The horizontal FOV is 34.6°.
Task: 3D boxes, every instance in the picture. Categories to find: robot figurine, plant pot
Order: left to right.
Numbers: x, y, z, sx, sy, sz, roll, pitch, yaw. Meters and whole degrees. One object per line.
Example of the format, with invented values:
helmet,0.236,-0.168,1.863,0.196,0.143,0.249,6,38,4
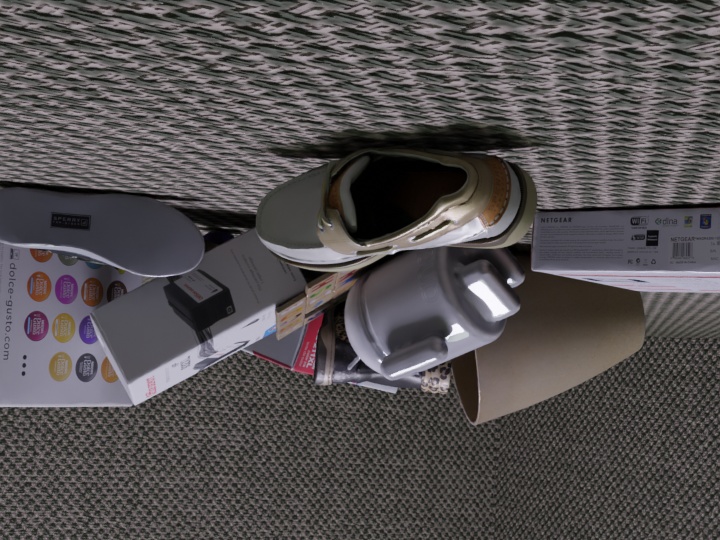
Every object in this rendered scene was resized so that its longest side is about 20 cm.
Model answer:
robot figurine,0.064,0.035,1.133,0.199,0.171,0.113,-27,116,33
plant pot,0.202,0.058,1.268,0.197,0.190,0.187,-9,177,-6

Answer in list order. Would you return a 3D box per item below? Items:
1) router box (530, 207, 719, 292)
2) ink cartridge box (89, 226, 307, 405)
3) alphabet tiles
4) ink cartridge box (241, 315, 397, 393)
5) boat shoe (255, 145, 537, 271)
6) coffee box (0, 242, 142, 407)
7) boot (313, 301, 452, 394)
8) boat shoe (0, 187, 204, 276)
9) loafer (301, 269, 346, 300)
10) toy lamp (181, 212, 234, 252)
router box,0.268,-0.014,0.941,0.198,0.050,0.178,0,174,42
ink cartridge box,-0.161,0.045,1.162,0.198,0.084,0.145,-28,172,-14
alphabet tiles,-0.014,0.012,1.174,0.166,0.008,0.200,-30,172,-9
ink cartridge box,-0.052,0.087,1.482,0.145,0.084,0.199,16,178,44
boat shoe,0.006,-0.044,0.710,0.198,0.076,0.068,-8,164,35
coffee box,-0.371,0.038,1.241,0.198,0.203,0.197,0,175,38
boot,0.029,0.081,1.281,0.148,0.074,0.200,6,-167,4
boat shoe,-0.238,-0.039,1.047,0.197,0.070,0.057,11,179,-6
loafer,0.000,0.000,1.301,0.197,0.064,0.072,-4,-152,-19
toy lamp,-0.167,-0.021,1.223,0.057,0.059,0.200,3,176,11
